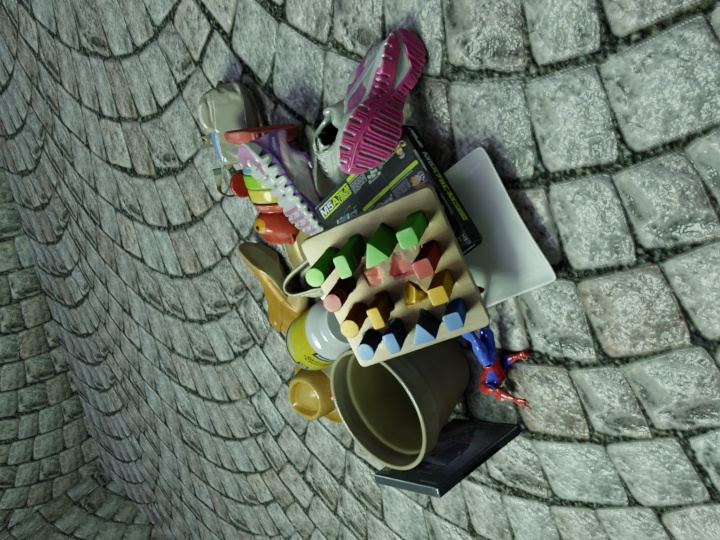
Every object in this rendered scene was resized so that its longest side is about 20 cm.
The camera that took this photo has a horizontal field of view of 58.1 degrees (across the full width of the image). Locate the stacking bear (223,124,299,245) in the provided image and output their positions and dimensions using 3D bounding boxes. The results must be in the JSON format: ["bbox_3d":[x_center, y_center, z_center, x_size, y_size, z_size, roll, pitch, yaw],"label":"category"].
[{"bbox_3d":[-0.150,-0.144,1.122,0.121,0.113,0.203,11,113,44],"label":"stacking bear"}]

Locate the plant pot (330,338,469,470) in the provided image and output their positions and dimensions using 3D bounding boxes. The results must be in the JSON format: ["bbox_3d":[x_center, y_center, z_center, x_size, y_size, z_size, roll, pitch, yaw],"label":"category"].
[{"bbox_3d":[0.080,0.182,1.032,0.199,0.172,0.203,26,129,38],"label":"plant pot"}]

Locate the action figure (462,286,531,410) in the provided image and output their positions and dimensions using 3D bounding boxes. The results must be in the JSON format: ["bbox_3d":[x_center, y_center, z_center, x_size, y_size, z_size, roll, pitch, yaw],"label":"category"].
[{"bbox_3d":[0.203,0.122,0.932,0.098,0.065,0.202,10,134,40],"label":"action figure"}]

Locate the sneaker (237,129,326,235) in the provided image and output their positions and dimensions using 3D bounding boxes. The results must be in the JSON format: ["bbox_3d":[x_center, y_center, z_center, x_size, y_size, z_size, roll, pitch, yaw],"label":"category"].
[{"bbox_3d":[-0.099,-0.141,1.027,0.201,0.089,0.080,51,156,-18],"label":"sneaker"}]

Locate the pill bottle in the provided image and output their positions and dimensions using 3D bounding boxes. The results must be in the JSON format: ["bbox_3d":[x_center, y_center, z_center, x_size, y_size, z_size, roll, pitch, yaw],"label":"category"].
[{"bbox_3d":[-0.059,0.113,1.184,0.113,0.111,0.200,58,152,2],"label":"pill bottle"}]

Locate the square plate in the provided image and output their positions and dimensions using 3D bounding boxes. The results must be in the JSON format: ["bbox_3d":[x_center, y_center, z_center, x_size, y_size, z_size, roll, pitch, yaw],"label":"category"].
[{"bbox_3d":[0.160,-0.047,0.916,0.199,0.028,0.200,-31,88,53],"label":"square plate"}]

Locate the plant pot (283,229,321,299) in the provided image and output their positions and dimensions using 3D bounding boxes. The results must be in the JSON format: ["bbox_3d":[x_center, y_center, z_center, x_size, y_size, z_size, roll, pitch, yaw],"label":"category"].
[{"bbox_3d":[-0.071,-0.037,1.191,0.199,0.027,0.202,28,133,35],"label":"plant pot"}]

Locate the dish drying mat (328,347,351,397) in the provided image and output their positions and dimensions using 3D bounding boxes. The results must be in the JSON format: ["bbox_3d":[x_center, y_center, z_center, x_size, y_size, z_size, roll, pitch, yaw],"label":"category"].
[{"bbox_3d":[0.002,0.140,1.090,0.018,0.076,0.201,47,135,21],"label":"dish drying mat"}]

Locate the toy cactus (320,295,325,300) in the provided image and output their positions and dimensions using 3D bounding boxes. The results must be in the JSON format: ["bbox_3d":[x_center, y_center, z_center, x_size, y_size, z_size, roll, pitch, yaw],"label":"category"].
[{"bbox_3d":[0.000,0.000,1.045,0.164,0.102,0.202,-35,76,18],"label":"toy cactus"}]

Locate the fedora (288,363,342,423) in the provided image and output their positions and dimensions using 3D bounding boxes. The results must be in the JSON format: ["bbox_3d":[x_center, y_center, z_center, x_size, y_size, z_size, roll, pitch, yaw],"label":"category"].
[{"bbox_3d":[-0.095,0.253,1.359,0.199,0.081,0.203,28,132,36],"label":"fedora"}]

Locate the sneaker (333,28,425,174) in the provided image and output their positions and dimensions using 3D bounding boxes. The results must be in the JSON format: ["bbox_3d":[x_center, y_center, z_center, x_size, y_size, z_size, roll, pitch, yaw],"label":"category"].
[{"bbox_3d":[0.017,-0.224,0.884,0.081,0.202,0.088,28,175,-28],"label":"sneaker"}]

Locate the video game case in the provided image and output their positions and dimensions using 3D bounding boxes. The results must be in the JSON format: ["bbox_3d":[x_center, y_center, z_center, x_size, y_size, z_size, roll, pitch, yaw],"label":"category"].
[{"bbox_3d":[0.137,0.288,1.017,0.142,0.199,0.019,-10,101,51],"label":"video game case"}]

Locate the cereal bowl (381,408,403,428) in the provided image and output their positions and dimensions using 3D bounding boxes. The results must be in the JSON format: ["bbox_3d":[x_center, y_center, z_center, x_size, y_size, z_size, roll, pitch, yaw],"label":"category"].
[{"bbox_3d":[0.068,0.290,1.171,0.200,0.083,0.201,42,162,17],"label":"cereal bowl"}]

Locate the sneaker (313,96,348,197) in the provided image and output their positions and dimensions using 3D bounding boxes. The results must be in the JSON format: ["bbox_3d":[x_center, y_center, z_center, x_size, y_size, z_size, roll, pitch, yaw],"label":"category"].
[{"bbox_3d":[-0.045,-0.190,1.019,0.075,0.081,0.201,43,141,18],"label":"sneaker"}]

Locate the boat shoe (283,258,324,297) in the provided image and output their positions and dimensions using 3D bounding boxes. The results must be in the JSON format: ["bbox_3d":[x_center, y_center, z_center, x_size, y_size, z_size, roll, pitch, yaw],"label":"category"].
[{"bbox_3d":[-0.034,-0.009,0.932,0.199,0.065,0.073,-27,81,39],"label":"boat shoe"}]

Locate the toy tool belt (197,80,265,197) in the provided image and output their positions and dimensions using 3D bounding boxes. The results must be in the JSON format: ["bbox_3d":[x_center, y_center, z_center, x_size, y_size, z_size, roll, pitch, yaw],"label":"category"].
[{"bbox_3d":[-0.234,-0.244,1.194,0.123,0.123,0.203,-128,27,-67],"label":"toy tool belt"}]

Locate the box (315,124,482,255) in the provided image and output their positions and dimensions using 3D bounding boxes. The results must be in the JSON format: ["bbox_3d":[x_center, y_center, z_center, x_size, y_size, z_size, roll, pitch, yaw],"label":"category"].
[{"bbox_3d":[0.048,-0.068,0.928,0.200,0.047,0.195,-40,71,35],"label":"box"}]

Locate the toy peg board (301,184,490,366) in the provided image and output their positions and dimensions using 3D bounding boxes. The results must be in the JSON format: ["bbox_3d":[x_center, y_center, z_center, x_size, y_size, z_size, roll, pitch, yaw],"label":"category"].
[{"bbox_3d":[0.036,0.027,0.839,0.198,0.098,0.201,-21,103,22],"label":"toy peg board"}]

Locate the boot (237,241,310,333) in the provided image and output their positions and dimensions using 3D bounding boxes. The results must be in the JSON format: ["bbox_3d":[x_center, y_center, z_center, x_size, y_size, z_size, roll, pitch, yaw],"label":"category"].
[{"bbox_3d":[-0.183,0.044,1.335,0.200,0.071,0.145,35,133,23],"label":"boot"}]
